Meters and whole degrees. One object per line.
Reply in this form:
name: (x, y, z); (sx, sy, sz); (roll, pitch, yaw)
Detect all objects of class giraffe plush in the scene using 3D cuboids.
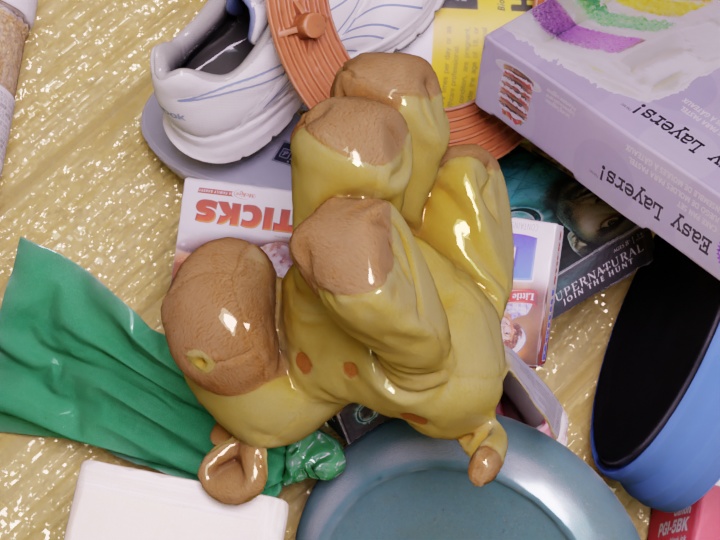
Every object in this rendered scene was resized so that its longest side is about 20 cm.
giraffe plush: (-0.019, 0.020, 0.763); (0.201, 0.162, 0.173); (63, 29, -24)

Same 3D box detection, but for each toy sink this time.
toy sink: (-0.113, 0.208, 0.817); (0.111, 0.130, 0.201); (12, 75, -6)

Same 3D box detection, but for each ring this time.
ring: (0.041, -0.148, 0.835); (0.200, 0.019, 0.202); (-3, 97, -31)

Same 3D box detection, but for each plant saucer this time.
plant saucer: (0.051, 0.171, 0.843); (0.199, 0.027, 0.201); (4, 100, 21)

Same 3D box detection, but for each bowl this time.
bowl: (0.178, 0.028, 0.871); (0.039, 0.201, 0.201); (22, 73, -6)

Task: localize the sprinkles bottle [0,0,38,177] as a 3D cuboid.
sprinkles bottle: (-0.227, -0.075, 0.905); (0.068, 0.068, 0.201); (9, 74, -6)

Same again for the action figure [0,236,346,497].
action figure: (-0.099, 0.068, 0.863); (0.199, 0.055, 0.119); (22, 117, 14)

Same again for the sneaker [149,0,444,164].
sneaker: (-0.024, -0.137, 0.843); (0.200, 0.087, 0.075); (-43, 71, -5)

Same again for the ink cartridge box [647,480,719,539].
ink cartridge box: (0.256, 0.091, 0.929); (0.146, 0.083, 0.201); (15, 74, -4)

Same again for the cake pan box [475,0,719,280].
cake pan box: (0.189, -0.087, 0.818); (0.184, 0.052, 0.200); (-32, 56, -27)

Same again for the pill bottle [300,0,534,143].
pill bottle: (0.063, -0.129, 0.942); (0.199, 0.111, 0.112); (0, 75, -8)

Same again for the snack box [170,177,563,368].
snack box: (0.000, 0.000, 0.833); (0.199, 0.024, 0.072); (8, 89, 18)

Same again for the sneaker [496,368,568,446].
sneaker: (0.074, 0.133, 0.879); (0.075, 0.105, 0.201); (-8, 77, -14)

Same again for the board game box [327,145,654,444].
board game box: (0.043, 0.006, 0.901); (0.199, 0.135, 0.028); (-30, 124, -15)

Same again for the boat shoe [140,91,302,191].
boat shoe: (-0.039, -0.050, 0.916); (0.200, 0.065, 0.074); (28, 71, 31)
